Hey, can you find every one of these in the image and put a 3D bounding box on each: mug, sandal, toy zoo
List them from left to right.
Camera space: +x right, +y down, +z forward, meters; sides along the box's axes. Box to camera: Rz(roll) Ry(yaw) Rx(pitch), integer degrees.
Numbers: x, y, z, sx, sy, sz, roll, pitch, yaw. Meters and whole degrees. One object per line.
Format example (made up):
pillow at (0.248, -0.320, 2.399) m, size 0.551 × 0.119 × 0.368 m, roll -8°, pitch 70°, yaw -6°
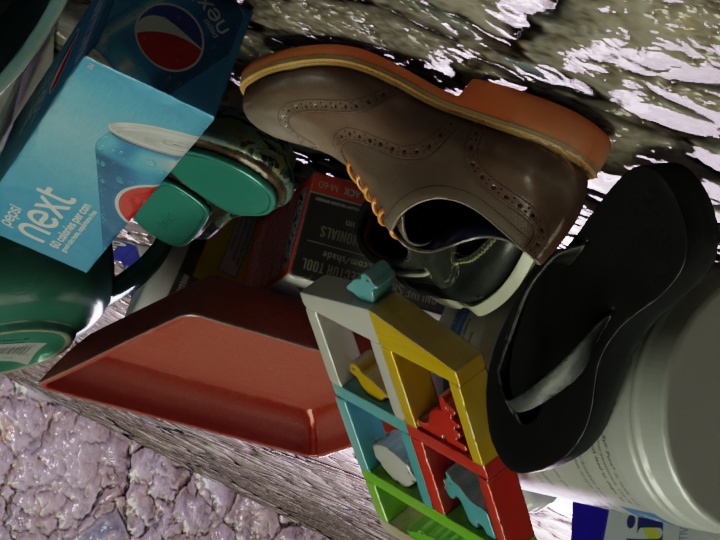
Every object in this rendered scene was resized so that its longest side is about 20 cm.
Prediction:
mug at (-0.207, -0.008, 1.361) m, size 0.184 × 0.115 × 0.152 m, roll -16°, pitch 163°, yaw 12°
toy zoo at (0.032, 0.081, 1.212) m, size 0.131 × 0.020 × 0.201 m, roll 27°, pitch 143°, yaw 47°
sandal at (0.097, 0.021, 1.068) m, size 0.043 × 0.076 × 0.201 m, roll -9°, pitch 145°, yaw -30°

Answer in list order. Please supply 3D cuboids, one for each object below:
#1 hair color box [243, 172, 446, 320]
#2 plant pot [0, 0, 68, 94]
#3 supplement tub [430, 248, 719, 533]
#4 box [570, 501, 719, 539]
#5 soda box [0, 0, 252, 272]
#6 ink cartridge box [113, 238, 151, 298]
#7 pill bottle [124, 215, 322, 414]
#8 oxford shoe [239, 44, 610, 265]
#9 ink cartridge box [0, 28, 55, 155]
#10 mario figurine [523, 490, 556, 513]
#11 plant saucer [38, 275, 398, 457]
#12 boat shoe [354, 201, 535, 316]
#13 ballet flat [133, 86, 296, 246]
hair color box at (0.000, 0.000, 1.338) m, size 0.110 × 0.064 × 0.200 m, roll 15°, pitch 172°, yaw -10°
plant pot at (-0.179, -0.135, 0.791) m, size 0.199 × 0.201 × 0.188 m, roll 23°, pitch -175°, yaw -2°
supplement tub at (0.138, 0.057, 1.177) m, size 0.132 × 0.133 × 0.200 m, roll 29°, pitch 169°, yaw -30°
box at (0.211, 0.162, 1.230) m, size 0.104 × 0.185 × 0.199 m, roll 20°, pitch 153°, yaw -33°
soda box at (-0.124, -0.072, 1.122) m, size 0.067 × 0.065 × 0.200 m, roll 25°, pitch 151°, yaw -14°
ink cartridge box at (-0.097, 0.013, 1.605) m, size 0.199 × 0.037 × 0.095 m, roll 13°, pitch 171°, yaw -10°
pill bottle at (-0.043, 0.031, 1.486) m, size 0.199 × 0.112 × 0.111 m, roll 24°, pitch 169°, yaw -8°
oxford shoe at (0.015, -0.053, 1.052) m, size 0.199 × 0.073 × 0.071 m, roll 15°, pitch 167°, yaw 39°
ink cartridge box at (-0.268, -0.133, 1.225) m, size 0.199 × 0.084 × 0.146 m, roll 24°, pitch 169°, yaw -4°
mario figurine at (0.103, 0.111, 1.592) m, size 0.199 × 0.107 × 0.123 m, roll 20°, pitch 171°, yaw 7°
plant saucer at (-0.057, 0.056, 1.344) m, size 0.199 × 0.037 × 0.199 m, roll 18°, pitch 158°, yaw -28°
boat shoe at (0.048, -0.022, 1.142) m, size 0.067 × 0.072 × 0.200 m, roll 32°, pitch 168°, yaw -12°
ballet flat at (-0.074, -0.063, 1.214) m, size 0.074 × 0.075 × 0.200 m, roll 26°, pitch 165°, yaw -18°
